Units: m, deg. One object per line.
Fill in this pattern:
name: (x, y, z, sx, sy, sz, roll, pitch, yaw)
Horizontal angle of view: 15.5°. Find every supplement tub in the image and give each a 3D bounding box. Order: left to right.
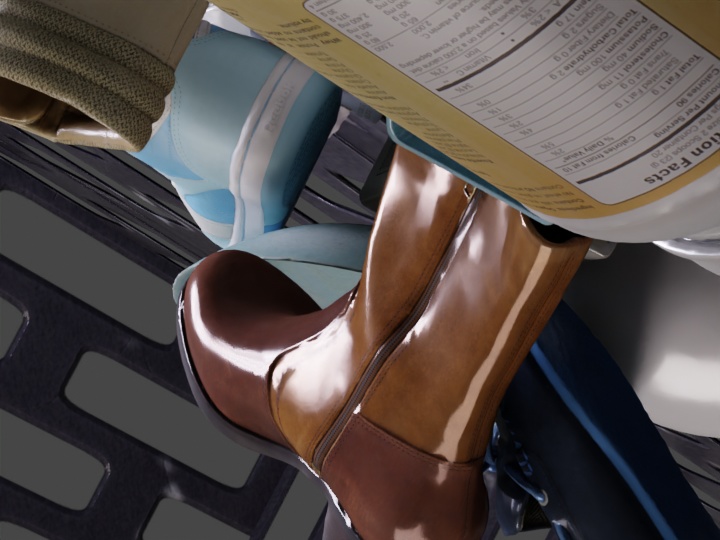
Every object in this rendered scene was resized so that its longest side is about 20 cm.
supplement tub: (0.046, -0.095, 0.606, 0.200, 0.145, 0.145, 31, 174, -30)

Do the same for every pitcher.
pitcher: (0.173, 0.003, 1.108, 0.200, 0.121, 0.172, 11, 154, 35)

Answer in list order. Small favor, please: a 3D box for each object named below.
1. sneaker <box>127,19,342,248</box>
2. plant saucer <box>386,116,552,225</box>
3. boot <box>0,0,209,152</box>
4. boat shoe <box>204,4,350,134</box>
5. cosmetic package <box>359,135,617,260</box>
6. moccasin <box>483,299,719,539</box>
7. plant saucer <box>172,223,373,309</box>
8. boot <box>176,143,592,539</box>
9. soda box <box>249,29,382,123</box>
sneaker: (-0.080, -0.070, 1.138, 0.130, 0.080, 0.200, 26, 165, 1)
plant saucer: (0.032, -0.101, 0.780, 0.070, 0.019, 0.200, 30, 147, 30)
boot: (-0.117, -0.133, 0.971, 0.200, 0.156, 0.073, 24, 173, 36)
boat shoe: (-0.057, -0.122, 1.249, 0.074, 0.065, 0.200, 22, 172, 46)
cosmetic package: (0.066, -0.060, 1.040, 0.071, 0.105, 0.200, 28, 176, -7)
moccasin: (0.076, 0.080, 0.984, 0.200, 0.068, 0.080, 60, -158, 19)
plant saucer: (0.020, 0.020, 1.128, 0.200, 0.039, 0.201, 14, 162, 5)
boot: (0.000, 0.000, 0.947, 0.068, 0.200, 0.188, -7, -136, -24)
soda box: (-0.003, -0.114, 1.078, 0.068, 0.064, 0.200, 28, 175, 0)
